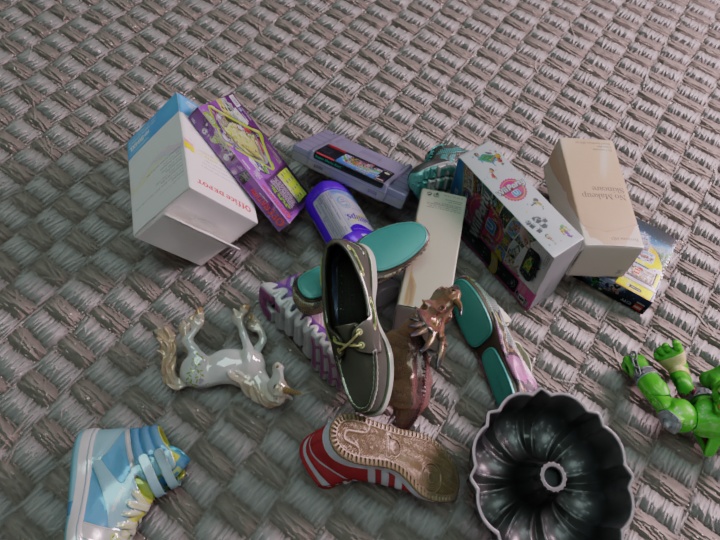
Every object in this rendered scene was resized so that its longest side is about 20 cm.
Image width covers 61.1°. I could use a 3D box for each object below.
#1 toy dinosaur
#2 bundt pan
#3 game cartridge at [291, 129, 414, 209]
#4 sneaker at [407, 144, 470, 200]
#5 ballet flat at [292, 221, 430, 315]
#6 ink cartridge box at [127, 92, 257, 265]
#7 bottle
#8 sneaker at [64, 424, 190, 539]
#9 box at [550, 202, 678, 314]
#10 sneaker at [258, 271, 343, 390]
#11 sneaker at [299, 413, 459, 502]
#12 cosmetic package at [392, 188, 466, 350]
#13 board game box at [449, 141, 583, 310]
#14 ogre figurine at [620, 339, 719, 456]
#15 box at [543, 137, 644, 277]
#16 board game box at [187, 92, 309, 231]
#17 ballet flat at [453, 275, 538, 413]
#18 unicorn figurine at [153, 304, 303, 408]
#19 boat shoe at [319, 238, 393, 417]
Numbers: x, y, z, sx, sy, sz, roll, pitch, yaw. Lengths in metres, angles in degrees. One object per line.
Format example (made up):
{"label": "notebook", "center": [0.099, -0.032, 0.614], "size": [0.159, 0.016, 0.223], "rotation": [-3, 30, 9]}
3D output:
{"label": "toy dinosaur", "center": [0.061, 0.121, 0.737], "size": [0.085, 0.134, 0.205], "rotation": [-2, 91, -44]}
{"label": "bundt pan", "center": [0.214, 0.250, 0.724], "size": [0.197, 0.076, 0.206], "rotation": [3, 65, -7]}
{"label": "game cartridge", "center": [0.001, -0.167, 0.973], "size": [0.197, 0.039, 0.130], "rotation": [26, 26, 11]}
{"label": "sneaker", "center": [0.128, -0.159, 0.973], "size": [0.091, 0.079, 0.198], "rotation": [37, 34, 30]}
{"label": "ballet flat", "center": [0.000, 0.000, 0.799], "size": [0.197, 0.076, 0.068], "rotation": [-28, 66, -15]}
{"label": "ink cartridge box", "center": [-0.242, -0.117, 0.871], "size": [0.124, 0.128, 0.203], "rotation": [-31, 56, 25]}
{"label": "bottle", "center": [-0.010, -0.040, 0.896], "size": [0.083, 0.065, 0.202], "rotation": [12, 41, -52]}
{"label": "sneaker", "center": [-0.254, 0.265, 0.687], "size": [0.127, 0.080, 0.204], "rotation": [-9, 60, -8]}
{"label": "box", "center": [0.375, -0.040, 0.951], "size": [0.198, 0.038, 0.137], "rotation": [31, 61, 15]}
{"label": "sneaker", "center": [-0.050, 0.073, 0.828], "size": [0.088, 0.081, 0.200], "rotation": [-32, 64, -30]}
{"label": "sneaker", "center": [0.019, 0.236, 0.743], "size": [0.198, 0.112, 0.072], "rotation": [29, 51, -22]}
{"label": "cosmetic package", "center": [0.098, -0.004, 0.869], "size": [0.069, 0.106, 0.203], "rotation": [12, 56, 5]}
{"label": "board game box", "center": [0.214, -0.063, 0.890], "size": [0.063, 0.149, 0.201], "rotation": [-28, 63, -18]}
{"label": "ogre figurine", "center": [0.457, 0.168, 0.798], "size": [0.196, 0.099, 0.121], "rotation": [23, 39, -8]}
{"label": "box", "center": [0.344, -0.096, 0.914], "size": [0.092, 0.078, 0.204], "rotation": [1, 57, -4]}
{"label": "board game box", "center": [-0.156, -0.163, 0.901], "size": [0.201, 0.032, 0.120], "rotation": [53, 21, -12]}
{"label": "ballet flat", "center": [0.189, 0.099, 0.840], "size": [0.070, 0.069, 0.203], "rotation": [-5, 61, -33]}
{"label": "unicorn figurine", "center": [-0.166, 0.116, 0.799], "size": [0.195, 0.074, 0.140], "rotation": [-11, 67, 6]}
{"label": "boat shoe", "center": [-0.010, 0.064, 0.698], "size": [0.071, 0.060, 0.207], "rotation": [-14, 74, 26]}
